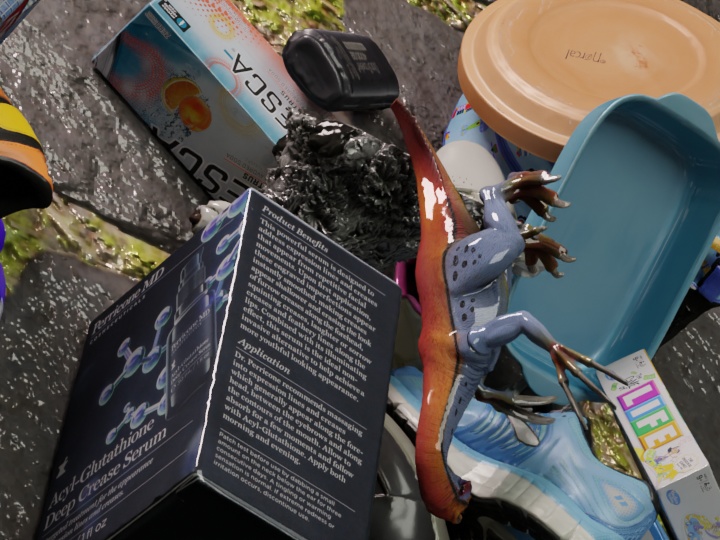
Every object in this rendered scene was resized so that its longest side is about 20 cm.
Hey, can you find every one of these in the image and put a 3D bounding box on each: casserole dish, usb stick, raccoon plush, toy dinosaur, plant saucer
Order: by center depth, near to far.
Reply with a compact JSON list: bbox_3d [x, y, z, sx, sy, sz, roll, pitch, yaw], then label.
[{"bbox_3d":[0.051,0.037,1.322,0.200,0.105,0.182,30,58,16],"label":"toy dinosaur"},{"bbox_3d":[0.000,0.000,1.403,0.200,0.097,0.134,26,85,-4],"label":"raccoon plush"},{"bbox_3d":[0.147,-0.016,1.507,0.121,0.200,0.039,29,-2,-33],"label":"casserole dish"},{"bbox_3d":[-0.010,-0.123,1.547,0.056,0.033,0.200,59,10,1],"label":"usb stick"},{"bbox_3d":[0.163,-0.131,1.615,0.200,0.032,0.200,4,38,-3],"label":"plant saucer"}]

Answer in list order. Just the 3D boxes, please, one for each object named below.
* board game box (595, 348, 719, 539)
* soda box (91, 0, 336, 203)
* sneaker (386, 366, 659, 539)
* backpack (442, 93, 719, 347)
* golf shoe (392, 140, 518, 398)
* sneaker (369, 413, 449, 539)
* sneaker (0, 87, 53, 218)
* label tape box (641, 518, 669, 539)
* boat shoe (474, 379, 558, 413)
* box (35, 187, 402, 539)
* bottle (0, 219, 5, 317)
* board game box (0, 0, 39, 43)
[{"bbox_3d":[0.205,0.161,1.489,0.135,0.034,0.200,-111,175,-60],"label":"board game box"},{"bbox_3d":[-0.063,-0.080,1.492,0.200,0.064,0.068,48,36,-4],"label":"soda box"},{"bbox_3d":[0.085,0.109,1.385,0.090,0.078,0.200,-31,44,-27],"label":"sneaker"},{"bbox_3d":[0.159,-0.061,1.658,0.200,0.135,0.183,39,37,-11],"label":"backpack"},{"bbox_3d":[0.058,-0.014,1.520,0.075,0.092,0.200,3,50,6],"label":"golf shoe"},{"bbox_3d":[-0.009,0.153,1.340,0.106,0.075,0.200,-8,67,-50],"label":"sneaker"},{"bbox_3d":[-0.240,-0.026,1.176,0.200,0.070,0.090,-28,57,-22],"label":"sneaker"},{"bbox_3d":[0.169,0.206,1.463,0.144,0.063,0.200,63,2,3],"label":"label tape box"},{"bbox_3d":[0.078,0.138,1.450,0.070,0.071,0.201,36,38,-20],"label":"boat shoe"},{"bbox_3d":[-0.072,0.087,1.267,0.107,0.148,0.200,34,39,-23],"label":"box"},{"bbox_3d":[-0.219,0.012,1.242,0.083,0.065,0.200,35,39,-23],"label":"bottle"},{"bbox_3d":[-0.222,-0.121,1.282,0.062,0.200,0.200,42,51,-9],"label":"board game box"}]
